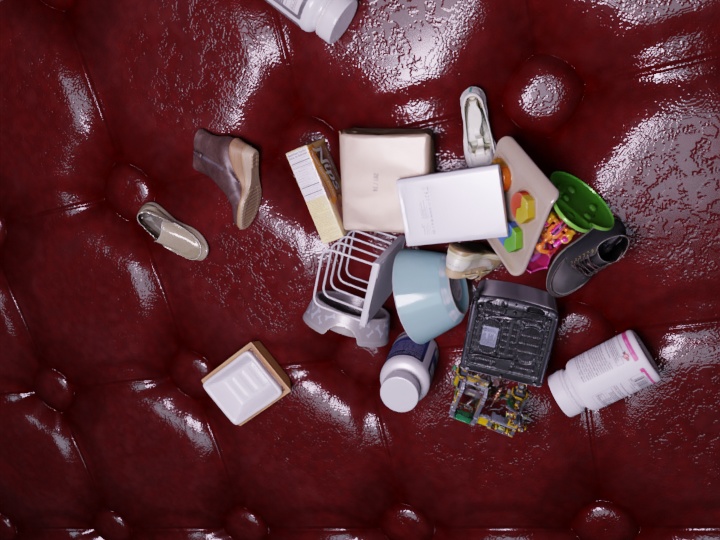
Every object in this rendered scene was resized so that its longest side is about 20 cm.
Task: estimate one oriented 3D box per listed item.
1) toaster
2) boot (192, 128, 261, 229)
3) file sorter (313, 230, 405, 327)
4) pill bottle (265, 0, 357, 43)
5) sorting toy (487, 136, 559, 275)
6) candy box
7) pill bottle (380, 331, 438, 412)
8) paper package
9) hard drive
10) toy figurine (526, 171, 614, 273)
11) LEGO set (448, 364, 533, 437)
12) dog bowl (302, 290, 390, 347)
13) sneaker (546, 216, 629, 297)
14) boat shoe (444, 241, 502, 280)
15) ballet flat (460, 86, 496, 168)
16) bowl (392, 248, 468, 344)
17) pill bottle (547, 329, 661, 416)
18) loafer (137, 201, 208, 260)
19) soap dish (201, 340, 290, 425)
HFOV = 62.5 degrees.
[{"bbox_3d":[0.311,0.121,1.247,0.178,0.119,0.203,11,112,12],"label":"toaster"},{"bbox_3d":[-0.308,-0.209,1.353,0.165,0.072,0.203,20,116,22],"label":"boot"},{"bbox_3d":[0.000,0.000,1.255,0.123,0.200,0.140,19,114,13],"label":"file sorter"},{"bbox_3d":[-0.111,-0.535,1.137,0.199,0.113,0.114,37,115,0],"label":"pill bottle"},{"bbox_3d":[0.279,-0.120,1.119,0.036,0.186,0.201,-8,138,-20],"label":"sorting toy"},{"bbox_3d":[-0.078,-0.171,1.258,0.055,0.116,0.202,-18,104,20],"label":"candy box"},{"bbox_3d":[0.104,0.220,1.300,0.109,0.200,0.113,5,111,14],"label":"pill bottle"},{"bbox_3d":[0.058,-0.188,1.219,0.188,0.104,0.203,4,110,15],"label":"paper package"},{"bbox_3d":[0.173,-0.121,1.125,0.197,0.025,0.134,-5,106,26],"label":"hard drive"},{"bbox_3d":[0.362,-0.065,1.142,0.150,0.200,0.185,41,128,7],"label":"toy figurine"},{"bbox_3d":[0.286,0.262,1.288,0.198,0.154,0.117,25,132,14],"label":"LEGO set"},{"bbox_3d":[-0.024,0.101,1.304,0.198,0.200,0.059,18,101,9],"label":"dog bowl"},{"bbox_3d":[0.439,-0.015,1.166,0.074,0.106,0.201,36,115,1],"label":"sneaker"},{"bbox_3d":[0.224,-0.016,1.185,0.074,0.199,0.067,31,109,35],"label":"boat shoe"},{"bbox_3d":[0.231,-0.256,1.163,0.068,0.069,0.203,-9,107,19],"label":"ballet flat"},{"bbox_3d":[0.154,0.043,1.214,0.104,0.201,0.203,-13,106,28],"label":"bowl"},{"bbox_3d":[0.500,0.218,1.229,0.199,0.113,0.114,-34,97,24],"label":"pill bottle"},{"bbox_3d":[-0.458,-0.086,1.429,0.199,0.068,0.076,34,115,2],"label":"loafer"},{"bbox_3d":[-0.286,0.283,1.506,0.199,0.081,0.158,-36,96,24],"label":"soap dish"}]
